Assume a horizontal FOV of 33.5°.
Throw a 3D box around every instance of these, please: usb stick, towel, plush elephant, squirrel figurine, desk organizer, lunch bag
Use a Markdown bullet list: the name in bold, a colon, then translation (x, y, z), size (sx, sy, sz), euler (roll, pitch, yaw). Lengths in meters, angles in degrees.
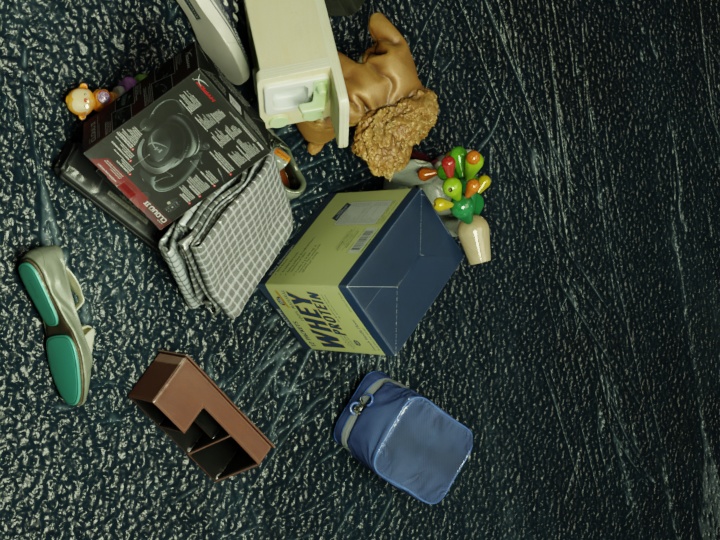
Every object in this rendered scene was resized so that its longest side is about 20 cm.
- **usb stick**: translation (-0.307, -0.090, 1.530), size (0.200, 0.032, 0.056), euler (41, 57, -36)
- **towel**: translation (-0.168, -0.053, 1.576), size (0.201, 0.085, 0.166), euler (-58, 156, -26)
- **plush elephant**: translation (0.109, -0.137, 1.831), size (0.165, 0.154, 0.201), euler (46, 61, -33)
- **squirrel figurine**: translation (0.004, -0.230, 1.719), size (0.186, 0.142, 0.200), euler (-37, 81, -28)
- **desk organizer**: translation (-0.212, 0.201, 1.598), size (0.200, 0.071, 0.077), euler (51, 61, -31)
- **lunch bag**: translation (0.055, 0.247, 1.810), size (0.200, 0.132, 0.137), euler (39, 81, -37)

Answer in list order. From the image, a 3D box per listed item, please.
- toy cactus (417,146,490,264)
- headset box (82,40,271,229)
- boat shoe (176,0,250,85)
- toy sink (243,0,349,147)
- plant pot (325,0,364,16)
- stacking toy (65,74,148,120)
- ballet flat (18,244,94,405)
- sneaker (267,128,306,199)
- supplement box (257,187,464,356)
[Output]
- **toy cactus**: translation (0.142, -0.090, 1.678), size (0.200, 0.101, 0.167), euler (-26, 103, -86)
- **headset box**: translation (-0.233, -0.157, 1.468), size (0.149, 0.199, 0.078), euler (47, 17, -35)
- **boat shoe**: translation (-0.185, -0.357, 1.607), size (0.093, 0.074, 0.201), euler (-44, 119, -27)
- **toy sink**: translation (-0.090, -0.267, 1.587), size (0.111, 0.131, 0.202), euler (-12, 70, -6)
- **plant pot**: translation (-0.062, -0.466, 1.654), size (0.201, 0.198, 0.178), euler (-59, 138, -25)
- **stacking toy**: translation (-0.278, -0.211, 1.521), size (0.198, 0.109, 0.118), euler (1, 93, -32)
- **ballet flat**: translation (-0.357, 0.065, 1.464), size (0.063, 0.067, 0.202), euler (-31, 111, -45)
- **sneaker**: translation (-0.141, -0.177, 1.650), size (0.201, 0.079, 0.074), euler (52, 60, -30)
- **supplement box**: translation (0.000, 0.000, 1.702), size (0.201, 0.199, 0.135), euler (-52, 122, -29)
